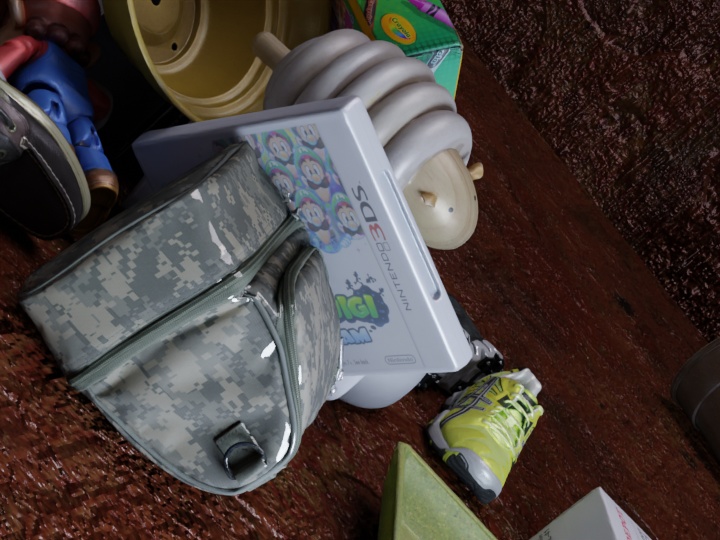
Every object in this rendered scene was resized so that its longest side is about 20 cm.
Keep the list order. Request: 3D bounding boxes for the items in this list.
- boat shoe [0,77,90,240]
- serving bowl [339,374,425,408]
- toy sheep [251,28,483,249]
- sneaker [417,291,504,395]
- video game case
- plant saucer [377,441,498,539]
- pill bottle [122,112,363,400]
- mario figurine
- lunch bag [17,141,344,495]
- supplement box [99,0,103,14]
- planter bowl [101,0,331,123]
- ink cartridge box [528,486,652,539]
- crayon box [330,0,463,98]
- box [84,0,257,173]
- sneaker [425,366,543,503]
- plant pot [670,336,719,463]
[{"bbox_3d":[-0.234,-0.086,1.206,0.201,0.071,0.066,54,30,-27],"label":"boat shoe"},{"bbox_3d":[0.000,0.000,1.589,0.200,0.066,0.201,34,41,-35],"label":"serving bowl"},{"bbox_3d":[-0.002,-0.085,1.347,0.200,0.138,0.138,39,10,18],"label":"toy sheep"},{"bbox_3d":[0.056,0.052,1.776,0.091,0.066,0.200,52,9,22],"label":"sneaker"},{"bbox_3d":[-0.040,-0.014,1.320,0.024,0.199,0.183,-41,114,-39],"label":"video game case"},{"bbox_3d":[0.073,0.230,1.375,0.200,0.048,0.200,47,14,-12],"label":"plant saucer"},{"bbox_3d":[-0.060,-0.015,1.447,0.200,0.114,0.114,41,14,-8],"label":"pill bottle"},{"bbox_3d":[-0.213,-0.109,1.363,0.124,0.105,0.201,85,-6,-48],"label":"mario figurine"},{"bbox_3d":[-0.086,0.033,1.225,0.169,0.139,0.200,59,11,-6],"label":"lunch bag"},{"bbox_3d":[-0.114,-0.227,1.674,0.110,0.200,0.086,36,19,-44],"label":"supplement box"},{"bbox_3d":[-0.113,-0.186,1.403,0.200,0.083,0.202,2,87,-51],"label":"planter bowl"},{"bbox_3d":[0.230,0.289,1.645,0.200,0.085,0.148,46,14,-22],"label":"ink cartridge box"},{"bbox_3d":[0.015,-0.127,1.495,0.201,0.058,0.119,98,-27,-52],"label":"crayon box"},{"bbox_3d":[-0.107,-0.142,1.584,0.105,0.148,0.200,56,14,27],"label":"box"},{"bbox_3d":[0.105,0.124,1.707,0.076,0.076,0.200,49,14,-10],"label":"sneaker"},{"bbox_3d":[0.519,0.197,2.640,0.200,0.200,0.199,32,30,-52],"label":"plant pot"}]
